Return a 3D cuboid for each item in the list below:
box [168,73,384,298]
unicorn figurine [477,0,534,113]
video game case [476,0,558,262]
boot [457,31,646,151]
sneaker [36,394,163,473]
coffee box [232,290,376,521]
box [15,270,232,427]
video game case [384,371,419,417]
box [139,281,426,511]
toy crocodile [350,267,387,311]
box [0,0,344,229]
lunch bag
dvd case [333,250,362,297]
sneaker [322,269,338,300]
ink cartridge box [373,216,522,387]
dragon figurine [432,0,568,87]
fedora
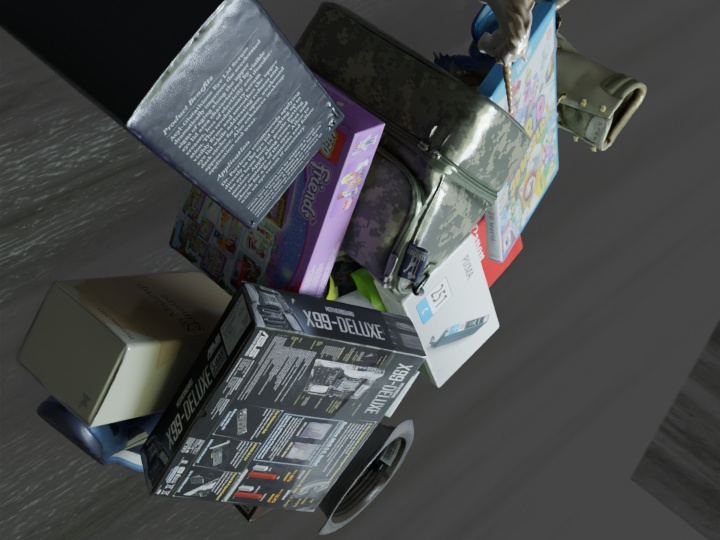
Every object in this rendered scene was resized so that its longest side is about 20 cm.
[{"bbox_3d":[-0.071,-0.064,1.012,0.039,0.137,0.200,-25,145,-47],"label":"box"},{"bbox_3d":[0.118,-0.255,1.081,0.200,0.137,0.074,-55,147,0],"label":"unicorn figurine"},{"bbox_3d":[0.147,-0.125,1.192,0.143,0.018,0.200,-55,150,-35],"label":"video game case"},{"bbox_3d":[0.180,-0.166,1.311,0.200,0.155,0.072,-40,154,-30],"label":"boot"},{"bbox_3d":[-0.208,0.119,1.109,0.082,0.074,0.200,-54,165,-2],"label":"sneaker"},{"bbox_3d":[-0.053,0.125,1.193,0.113,0.080,0.200,-23,151,-49],"label":"coffee box"},{"bbox_3d":[-0.170,0.059,1.060,0.200,0.095,0.078,-6,129,-62],"label":"box"},{"bbox_3d":[0.068,0.051,1.422,0.200,0.018,0.143,-57,-165,10],"label":"video game case"},{"bbox_3d":[-0.064,0.108,1.042,0.158,0.050,0.200,12,127,-32],"label":"box"},{"bbox_3d":[-0.008,0.057,1.302,0.067,0.062,0.200,-32,168,-22],"label":"toy crocodile"},{"bbox_3d":[-0.119,-0.131,0.810,0.104,0.148,0.200,-51,156,-1],"label":"box"},{"bbox_3d":[0.014,-0.094,1.048,0.168,0.200,0.139,-57,157,8],"label":"lunch bag"},{"bbox_3d":[0.000,0.000,1.274,0.146,0.022,0.200,-9,153,5],"label":"dvd case"},{"bbox_3d":[-0.069,0.011,1.172,0.075,0.077,0.200,-14,154,11],"label":"sneaker"},{"bbox_3d":[0.104,0.003,1.258,0.176,0.045,0.200,-45,152,-11],"label":"ink cartridge box"},{"bbox_3d":[0.139,-0.229,1.259,0.200,0.099,0.059,-61,167,-16],"label":"dragon figurine"},{"bbox_3d":[-0.018,0.234,1.605,0.177,0.090,0.200,-56,163,13],"label":"fedora"}]
